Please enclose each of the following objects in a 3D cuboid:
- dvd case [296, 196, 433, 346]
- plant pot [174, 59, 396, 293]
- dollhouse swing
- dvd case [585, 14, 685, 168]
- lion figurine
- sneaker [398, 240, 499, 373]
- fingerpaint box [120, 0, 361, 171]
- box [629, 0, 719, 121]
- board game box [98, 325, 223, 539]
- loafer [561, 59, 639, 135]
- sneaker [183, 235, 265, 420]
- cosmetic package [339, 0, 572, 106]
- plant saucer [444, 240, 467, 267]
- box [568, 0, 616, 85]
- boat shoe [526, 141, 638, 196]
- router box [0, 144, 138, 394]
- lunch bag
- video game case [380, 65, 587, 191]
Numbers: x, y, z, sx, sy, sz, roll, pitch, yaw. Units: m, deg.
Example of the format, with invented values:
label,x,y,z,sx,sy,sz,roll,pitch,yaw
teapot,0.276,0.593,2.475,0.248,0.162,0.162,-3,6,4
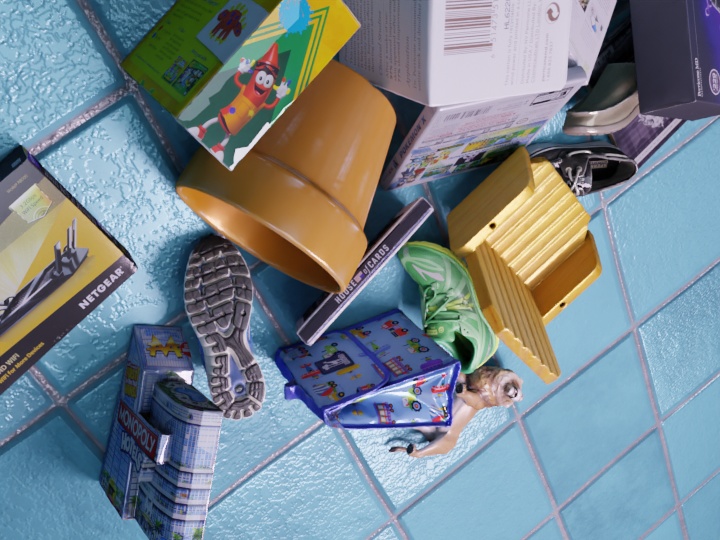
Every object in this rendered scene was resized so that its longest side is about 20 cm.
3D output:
label,x,y,z,sx,sy,sz,roll,pitch,yaw
dvd case,0.000,0.000,0.937,0.025,0.150,0.200,44,87,-3
plant pot,-0.058,-0.107,0.831,0.200,0.199,0.185,39,76,-37
dollhouse swing,0.226,-0.002,0.992,0.181,0.176,0.200,-42,126,9
dvd case,0.386,-0.251,1.115,0.149,0.016,0.200,-44,125,-6
lion figurine,0.139,0.206,1.167,0.200,0.073,0.122,-45,136,14
sneaker,0.110,0.047,1.031,0.201,0.074,0.084,54,52,-19
fingerpaint box,-0.115,-0.201,0.734,0.167,0.200,0.073,-48,128,-1
box,0.401,-0.296,1.002,0.140,0.078,0.204,-5,90,-39
board game box,-0.218,0.170,0.881,0.061,0.199,0.204,6,96,-32
loafer,0.328,-0.229,1.042,0.199,0.075,0.069,-30,114,-29
sneaker,-0.159,0.062,0.914,0.077,0.089,0.204,-9,98,-19
cosmetic package,0.088,-0.275,0.816,0.164,0.200,0.170,-13,118,-24
plant saucer,0.193,0.002,1.108,0.197,0.027,0.203,-11,120,-20
box,0.244,-0.334,0.928,0.144,0.036,0.202,45,61,-38
boat shoe,0.279,-0.132,1.078,0.197,0.064,0.072,-14,120,-21
router box,-0.344,0.006,0.790,0.200,0.052,0.158,-43,126,-5
lunch bag,-0.004,0.131,0.987,0.197,0.150,0.096,-8,116,-27
video game case,0.137,-0.161,0.938,0.197,0.022,0.183,-17,164,-23
